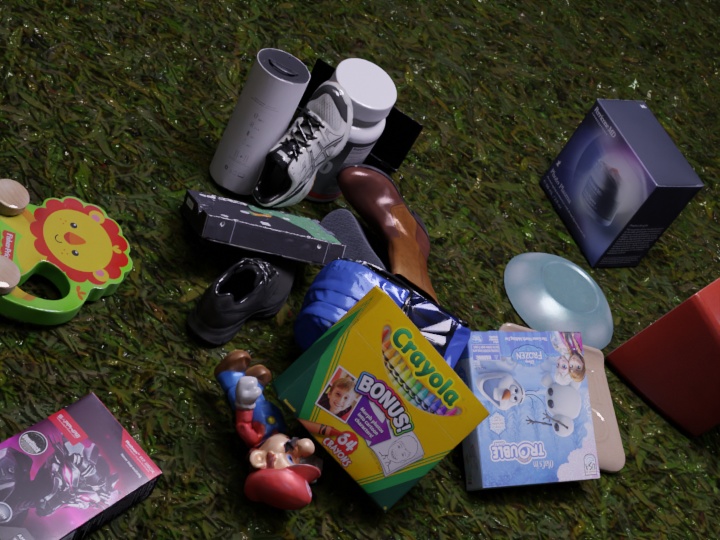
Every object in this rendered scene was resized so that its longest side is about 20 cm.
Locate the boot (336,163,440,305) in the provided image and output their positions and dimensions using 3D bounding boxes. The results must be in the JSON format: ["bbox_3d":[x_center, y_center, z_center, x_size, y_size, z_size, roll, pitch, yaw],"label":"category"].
[{"bbox_3d":[0.037,-0.041,1.700,0.189,0.068,0.201,50,20,-30],"label":"boot"}]

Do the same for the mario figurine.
[{"bbox_3d":[-0.095,0.183,1.400,0.122,0.106,0.201,1,48,-35],"label":"mario figurine"}]

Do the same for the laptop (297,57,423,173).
[{"bbox_3d":[0.009,-0.254,1.869,0.186,0.117,0.200,33,26,-1],"label":"laptop"}]

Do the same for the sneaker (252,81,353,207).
[{"bbox_3d":[-0.080,-0.165,1.652,0.075,0.201,0.087,37,25,17],"label":"sneaker"}]

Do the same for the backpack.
[{"bbox_3d":[0.012,0.088,1.516,0.199,0.162,0.169,34,63,-7],"label":"backpack"}]

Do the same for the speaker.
[{"bbox_3d":[-0.142,-0.206,1.678,0.080,0.201,0.082,19,35,-14],"label":"speaker"}]

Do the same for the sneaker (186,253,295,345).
[{"bbox_3d":[-0.138,0.019,1.547,0.076,0.091,0.200,37,38,8],"label":"sneaker"}]

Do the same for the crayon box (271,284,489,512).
[{"bbox_3d":[0.024,0.151,1.412,0.200,0.172,0.058,48,-1,-19],"label":"crayon box"}]

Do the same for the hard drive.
[{"bbox_3d":[-0.132,-0.056,1.620,0.197,0.038,0.140,11,13,-24],"label":"hard drive"}]

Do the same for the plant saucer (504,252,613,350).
[{"bbox_3d":[0.318,0.037,1.875,0.199,0.039,0.203,19,41,-17],"label":"plant saucer"}]

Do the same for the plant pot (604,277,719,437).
[{"bbox_3d":[0.529,0.128,1.817,0.199,0.200,0.177,-23,75,-45],"label":"plant pot"}]

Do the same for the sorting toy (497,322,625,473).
[{"bbox_3d":[0.279,0.183,1.711,0.183,0.037,0.202,16,47,-20],"label":"sorting toy"}]

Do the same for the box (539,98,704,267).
[{"bbox_3d":[0.429,-0.146,2.009,0.122,0.199,0.201,-2,50,-35],"label":"box"}]

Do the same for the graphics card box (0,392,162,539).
[{"bbox_3d":[-0.318,0.222,1.252,0.126,0.051,0.199,46,42,14],"label":"graphics card box"}]

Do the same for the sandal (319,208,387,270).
[{"bbox_3d":[0.000,-0.001,1.680,0.043,0.075,0.202,51,18,-53],"label":"sandal"}]

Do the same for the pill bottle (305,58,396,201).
[{"bbox_3d":[-0.033,-0.203,1.746,0.112,0.201,0.115,16,48,-19],"label":"pill bottle"}]

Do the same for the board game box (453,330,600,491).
[{"bbox_3d":[0.219,0.182,1.592,0.198,0.043,0.202,1,77,-31],"label":"board game box"}]

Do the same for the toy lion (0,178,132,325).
[{"bbox_3d":[-0.369,-0.015,1.456,0.190,0.069,0.202,21,41,-27],"label":"toy lion"}]
